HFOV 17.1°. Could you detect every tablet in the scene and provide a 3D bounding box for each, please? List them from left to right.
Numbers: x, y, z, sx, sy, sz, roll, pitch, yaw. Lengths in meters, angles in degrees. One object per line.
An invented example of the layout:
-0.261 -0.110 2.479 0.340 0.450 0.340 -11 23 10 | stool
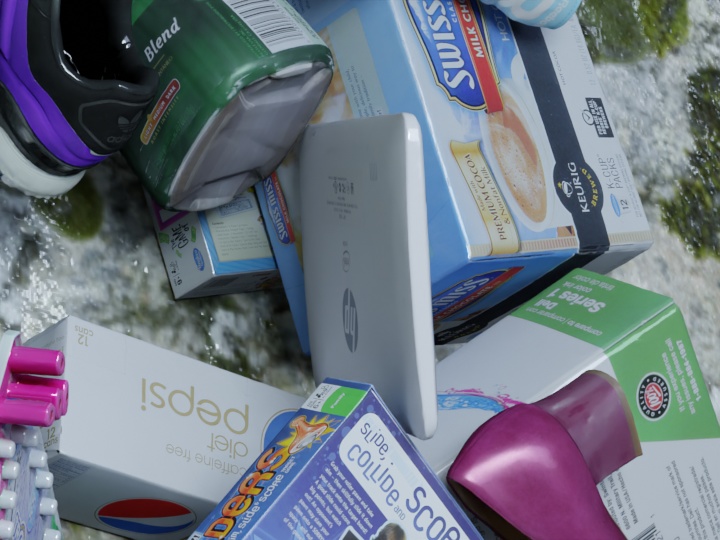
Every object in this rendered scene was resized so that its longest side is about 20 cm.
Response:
0.000 0.000 1.036 0.014 0.200 0.131 -4 93 -13 | tablet

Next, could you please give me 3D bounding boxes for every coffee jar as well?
-0.106 -0.131 1.114 0.085 0.105 0.200 -17 61 -44 | coffee jar

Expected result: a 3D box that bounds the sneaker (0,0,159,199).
-0.143 -0.140 1.022 0.069 0.099 0.201 -25 87 -50 | sneaker

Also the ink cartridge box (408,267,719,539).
0.069 0.115 1.091 0.199 0.084 0.146 -33 117 -21 | ink cartridge box

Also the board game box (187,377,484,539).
0.007 0.162 0.980 0.135 0.034 0.200 -48 119 -24 | board game box

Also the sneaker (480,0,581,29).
0.068 -0.151 1.100 0.199 0.074 0.082 -17 75 -43 | sneaker

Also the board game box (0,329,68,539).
-0.136 0.159 0.923 0.026 0.201 0.201 7 56 5 | board game box

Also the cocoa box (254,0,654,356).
0.028 -0.075 1.173 0.131 0.133 0.201 -4 71 -43 | cocoa box

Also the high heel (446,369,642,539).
0.094 0.149 1.022 0.096 0.067 0.201 -28 102 -36 | high heel

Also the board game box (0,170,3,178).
-0.238 -0.094 1.012 0.200 0.041 0.200 50 44 -11 | board game box

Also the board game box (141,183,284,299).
-0.030 -0.061 1.235 0.199 0.034 0.135 -5 73 -44 | board game box

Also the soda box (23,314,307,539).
-0.071 0.088 1.098 0.199 0.063 0.069 22 56 -35 | soda box
